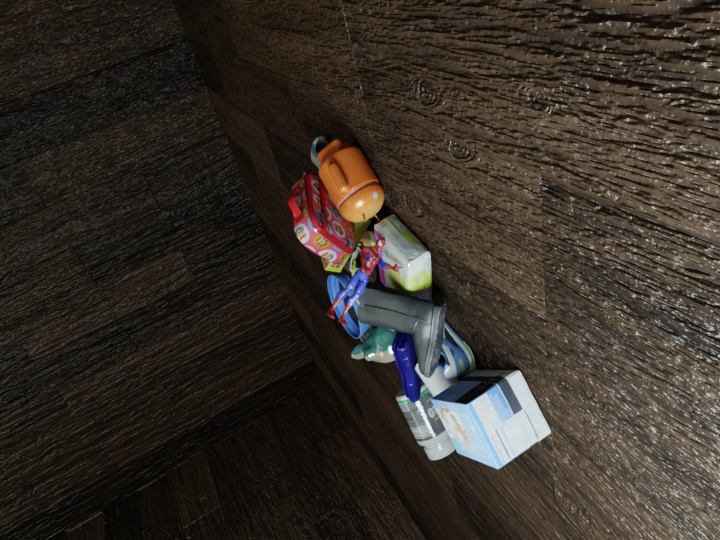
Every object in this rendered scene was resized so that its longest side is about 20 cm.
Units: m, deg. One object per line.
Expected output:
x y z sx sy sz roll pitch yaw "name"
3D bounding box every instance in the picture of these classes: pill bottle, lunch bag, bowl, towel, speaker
0.191 0.423 1.486 0.203 0.112 0.113 63 165 0 "pill bottle"
-0.095 -0.127 1.193 0.175 0.081 0.203 32 -146 -39 "lunch bag"
-0.035 0.099 1.531 0.201 0.039 0.203 53 156 35 "bowl"
0.127 0.220 1.347 0.149 0.049 0.203 -68 -30 -49 "towel"
0.215 0.292 1.254 0.201 0.080 0.082 54 162 32 "speaker"

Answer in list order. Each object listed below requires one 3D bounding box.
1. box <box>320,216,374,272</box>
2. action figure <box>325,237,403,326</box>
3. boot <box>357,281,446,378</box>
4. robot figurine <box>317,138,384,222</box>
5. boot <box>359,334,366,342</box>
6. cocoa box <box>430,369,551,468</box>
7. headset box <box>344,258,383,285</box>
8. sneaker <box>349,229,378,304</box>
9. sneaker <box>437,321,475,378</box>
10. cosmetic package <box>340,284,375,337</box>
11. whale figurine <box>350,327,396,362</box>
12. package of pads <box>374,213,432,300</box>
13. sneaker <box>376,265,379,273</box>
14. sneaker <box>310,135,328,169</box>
-0.038 -0.091 1.326 0.201 0.049 0.076 -56 40 38 "box"
0.012 0.025 1.099 0.065 0.203 0.098 31 175 -36 "action figure"
0.079 0.126 1.133 0.197 0.065 0.168 12 97 26 "boot"
-0.019 -0.196 1.178 0.202 0.115 0.144 61 162 12 "robot figurine"
0.024 0.169 1.658 0.201 0.094 0.074 55 163 29 "boot"
0.249 0.286 1.033 0.135 0.130 0.200 62 165 4 "cocoa box"
0.021 0.023 1.469 0.200 0.076 0.151 48 158 47 "headset box"
0.000 0.000 1.267 0.075 0.076 0.203 26 128 30 "sneaker"
0.174 0.165 1.182 0.200 0.081 0.075 47 160 49 "sneaker"
0.018 0.108 1.594 0.201 0.086 0.104 56 161 25 "cosmetic package"
0.055 0.198 1.468 0.198 0.158 0.106 -16 95 42 "whale figurine"
0.099 -0.003 1.184 0.155 0.067 0.202 51 161 40 "package of pads"
0.017 -0.043 1.369 0.200 0.080 0.076 38 153 57 "sneaker"
-0.066 -0.264 1.312 0.201 0.071 0.073 51 152 30 "sneaker"
